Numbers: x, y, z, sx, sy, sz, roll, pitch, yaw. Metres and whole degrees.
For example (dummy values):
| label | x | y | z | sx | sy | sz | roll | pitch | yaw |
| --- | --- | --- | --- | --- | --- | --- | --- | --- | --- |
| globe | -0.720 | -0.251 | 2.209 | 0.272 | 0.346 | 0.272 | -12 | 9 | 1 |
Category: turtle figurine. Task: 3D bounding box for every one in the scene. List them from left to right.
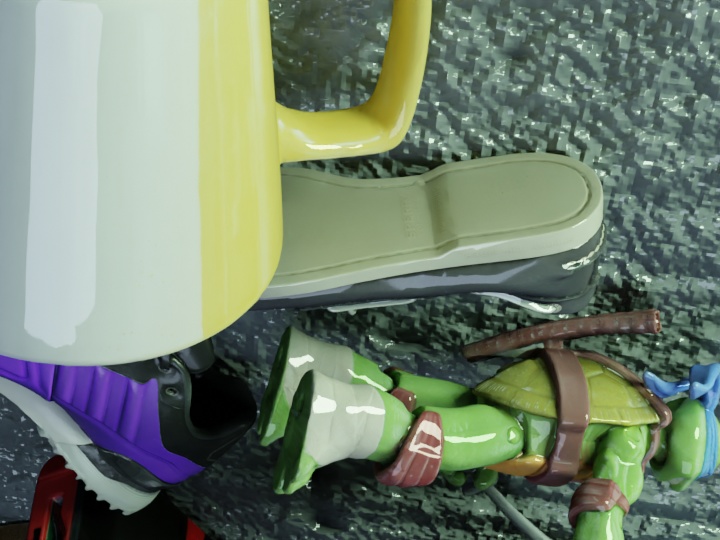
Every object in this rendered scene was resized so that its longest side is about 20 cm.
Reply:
| label | x | y | z | sx | sy | sz | roll | pitch | yaw |
| --- | --- | --- | --- | --- | --- | --- | --- | --- | --- |
| turtle figurine | 0.050 | 0.104 | 0.753 | 0.193 | 0.144 | 0.200 | 14 | 134 | -13 |

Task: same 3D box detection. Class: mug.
| label | x | y | z | sx | sy | sz | roll | pitch | yaw |
| --- | --- | --- | --- | --- | --- | --- | --- | --- | --- |
| mug | -0.083 | -0.082 | 0.611 | 0.149 | 0.186 | 0.154 | 30 | 134 | 25 |

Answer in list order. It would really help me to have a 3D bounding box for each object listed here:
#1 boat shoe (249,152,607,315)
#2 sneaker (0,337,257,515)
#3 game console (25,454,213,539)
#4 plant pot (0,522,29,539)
| label | x | y | z | sx | sy | sz | roll | pitch | yaw |
| --- | --- | --- | --- | --- | --- | --- | --- | --- | --- |
| boat shoe | 0.000 | 0.000 | 0.706 | 0.199 | 0.073 | 0.063 | -6 | 133 | 8 |
| sneaker | -0.116 | 0.022 | 0.757 | 0.099 | 0.070 | 0.200 | -24 | 132 | 22 |
| game console | -0.099 | 0.197 | 0.837 | 0.031 | 0.201 | 0.177 | -24 | 128 | 22 |
| plant pot | -0.164 | 0.270 | 0.925 | 0.185 | 0.201 | 0.187 | 5 | 138 | 4 |
